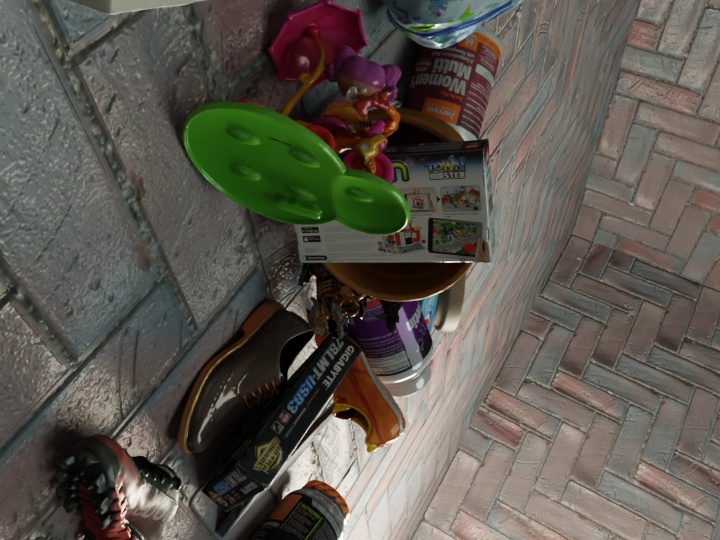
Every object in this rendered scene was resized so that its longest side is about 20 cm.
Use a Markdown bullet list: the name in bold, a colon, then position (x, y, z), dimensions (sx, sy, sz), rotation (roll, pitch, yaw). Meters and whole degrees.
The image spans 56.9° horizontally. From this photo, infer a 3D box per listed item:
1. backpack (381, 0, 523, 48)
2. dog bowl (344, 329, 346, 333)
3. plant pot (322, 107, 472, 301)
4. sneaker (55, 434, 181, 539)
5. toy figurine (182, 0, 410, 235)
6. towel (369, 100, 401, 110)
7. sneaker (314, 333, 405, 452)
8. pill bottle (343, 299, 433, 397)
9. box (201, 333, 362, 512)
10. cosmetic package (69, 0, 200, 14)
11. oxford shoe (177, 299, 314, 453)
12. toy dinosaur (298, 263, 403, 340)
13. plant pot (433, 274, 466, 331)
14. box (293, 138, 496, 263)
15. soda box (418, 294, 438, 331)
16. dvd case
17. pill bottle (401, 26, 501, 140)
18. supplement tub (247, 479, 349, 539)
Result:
- **backpack**: position (0.109, -0.338, 0.726), dimensions (0.199, 0.163, 0.155), rotation (-36, 159, -41)
- **dog bowl**: position (0.011, 0.066, 1.048), dimensions (0.111, 0.049, 0.202), rotation (-13, 123, -64)
- **plant pot**: position (0.049, -0.087, 0.727), dimensions (0.140, 0.198, 0.202), rotation (-54, 159, -58)
- **sneaker**: position (-0.217, 0.203, 0.616), dimensions (0.098, 0.070, 0.202), rotation (-46, 153, -40)
- **toy figurine**: position (-0.026, -0.149, 0.582), dimensions (0.151, 0.198, 0.186), rotation (103, 6, -64)
- **towel**: position (-0.009, -0.114, 0.848), dimensions (0.146, 0.030, 0.202), rotation (-39, 149, -49)
- **sneaker**: position (-0.018, 0.151, 0.898), dimensions (0.077, 0.200, 0.073), rotation (-27, 142, -15)
- **pill bottle**: position (0.036, 0.079, 0.944), dimensions (0.113, 0.111, 0.202), rotation (-48, 126, -39)
- **box**: position (-0.098, 0.186, 0.808), dimensions (0.199, 0.050, 0.200), rotation (-54, -178, -35)
- **cosmetic package**: position (-0.125, -0.249, 0.337), dimensions (0.103, 0.086, 0.202), rotation (-39, 145, -51)
- **oxford shoe**: position (-0.126, 0.124, 0.745), dimensions (0.201, 0.072, 0.072), rotation (-56, 157, -25)
- **toy dinosaur**: position (0.000, 0.000, 0.800), dimensions (0.102, 0.134, 0.202), rotation (120, -10, -67)
- **plant pot**: position (0.112, -0.001, 1.111), dimensions (0.201, 0.091, 0.204), rotation (-177, -90, -87)
- **box**: position (0.028, -0.063, 0.644), dimensions (0.035, 0.197, 0.111), rotation (-54, 141, -59)
- **soda box**: position (0.078, 0.036, 1.014), dimensions (0.064, 0.067, 0.202), rotation (-43, 149, -44)
- **dvd case**: position (-0.114, 0.281, 0.954), dimensions (0.200, 0.016, 0.149), rotation (-36, 165, -52)
- **pill bottle**: position (0.110, -0.213, 0.873), dimensions (0.109, 0.108, 0.202), rotation (24, 81, -69)
- **supplement tub**: position (-0.107, 0.437, 1.055), dimensions (0.200, 0.122, 0.124), rotation (-40, 147, -47)
